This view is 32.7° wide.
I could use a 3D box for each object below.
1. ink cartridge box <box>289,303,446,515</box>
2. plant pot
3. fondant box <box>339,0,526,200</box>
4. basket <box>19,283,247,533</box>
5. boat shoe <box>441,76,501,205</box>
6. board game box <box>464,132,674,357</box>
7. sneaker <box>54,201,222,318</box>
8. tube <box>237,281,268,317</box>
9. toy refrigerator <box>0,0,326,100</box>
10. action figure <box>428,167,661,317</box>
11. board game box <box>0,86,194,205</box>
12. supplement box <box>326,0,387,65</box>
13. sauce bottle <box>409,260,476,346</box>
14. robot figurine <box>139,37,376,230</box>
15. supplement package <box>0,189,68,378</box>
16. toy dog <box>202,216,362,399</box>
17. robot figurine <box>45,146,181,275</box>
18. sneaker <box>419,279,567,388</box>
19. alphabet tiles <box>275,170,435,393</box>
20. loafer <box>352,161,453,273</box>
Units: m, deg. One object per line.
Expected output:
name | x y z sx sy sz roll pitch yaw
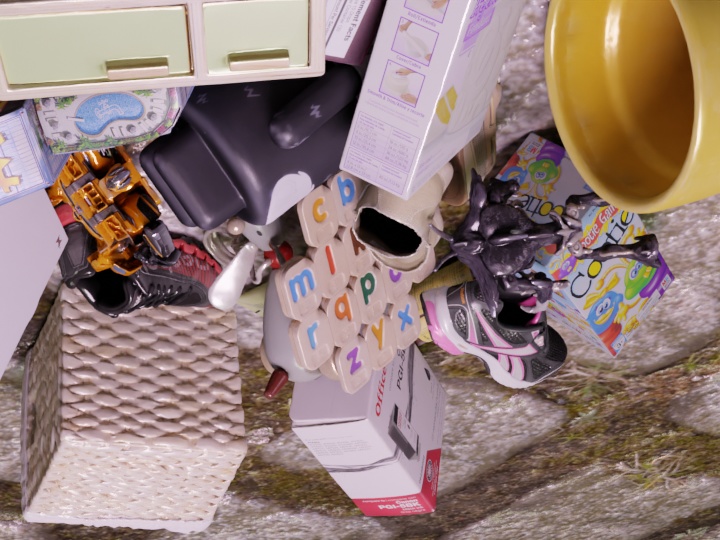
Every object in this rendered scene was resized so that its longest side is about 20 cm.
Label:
ink cartridge box | 0.014 0.139 1.239 0.083 0.147 0.200 -7 143 21
plant pot | 0.269 -0.160 0.927 0.189 0.201 0.201 -15 150 -21
fondant box | 0.063 -0.166 0.847 0.058 0.144 0.200 26 125 14
basket | -0.227 0.139 1.240 0.200 0.198 0.161 9 141 -25
boat shoe | 0.080 -0.145 1.008 0.065 0.072 0.200 -41 142 -28
board game box | 0.200 -0.021 1.150 0.103 0.105 0.200 -52 141 -5
sneaker | -0.202 0.007 1.137 0.071 0.098 0.200 -32 142 28
tube | -0.032 0.008 1.230 0.200 0.052 0.058 -25 103 30
toy refrigerator | -0.123 -0.154 0.733 0.200 0.070 0.076 -6 143 -8
action figure | 0.142 -0.025 0.993 0.200 0.119 0.102 -6 173 -13
board game box | -0.201 -0.114 0.832 0.200 0.200 0.062 -6 125 11
supplement box | -0.085 -0.216 0.813 0.200 0.110 0.086 5 141 -21
sauce bottle | 0.066 0.042 1.284 0.200 0.065 0.065 -27 143 27
robot figurine | -0.066 -0.116 0.915 0.200 0.150 0.125 -39 147 -15
supplement package | -0.362 -0.024 0.944 0.200 0.152 0.151 11 149 12
toy dog | -0.082 0.033 1.104 0.200 0.096 0.132 53 136 -6
robot figurine | -0.203 -0.053 0.966 0.058 0.145 0.200 -37 -175 -15
sneaker | 0.150 0.058 1.184 0.086 0.080 0.200 -24 152 34
alphabet tiles | 0.000 0.000 1.095 0.015 0.200 0.196 9 123 39
loafer | 0.026 -0.040 1.001 0.076 0.068 0.200 28 161 9
